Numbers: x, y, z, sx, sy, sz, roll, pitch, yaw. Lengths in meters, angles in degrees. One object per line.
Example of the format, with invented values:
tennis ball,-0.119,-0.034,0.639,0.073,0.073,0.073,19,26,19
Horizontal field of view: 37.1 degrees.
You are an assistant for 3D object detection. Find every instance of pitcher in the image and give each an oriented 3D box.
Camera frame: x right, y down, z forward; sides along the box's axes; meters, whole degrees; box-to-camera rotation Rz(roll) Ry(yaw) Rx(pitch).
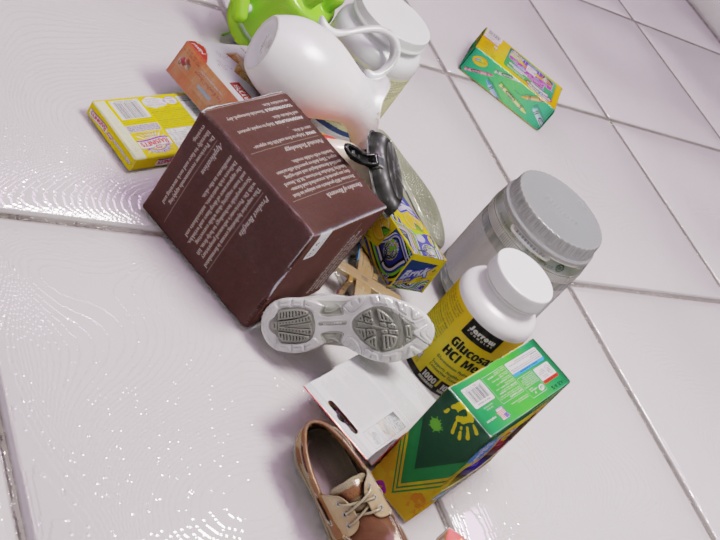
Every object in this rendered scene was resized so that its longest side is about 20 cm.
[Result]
pitcher,-0.045,-0.281,1.455,0.199,0.173,0.121,26,-7,-31

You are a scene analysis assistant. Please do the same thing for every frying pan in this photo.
frying pan,0.020,-0.145,1.354,0.190,0.031,0.116,60,24,-55

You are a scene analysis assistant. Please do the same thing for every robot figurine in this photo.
robot figurine,-0.118,-0.393,1.606,0.175,0.199,0.117,-10,80,-51

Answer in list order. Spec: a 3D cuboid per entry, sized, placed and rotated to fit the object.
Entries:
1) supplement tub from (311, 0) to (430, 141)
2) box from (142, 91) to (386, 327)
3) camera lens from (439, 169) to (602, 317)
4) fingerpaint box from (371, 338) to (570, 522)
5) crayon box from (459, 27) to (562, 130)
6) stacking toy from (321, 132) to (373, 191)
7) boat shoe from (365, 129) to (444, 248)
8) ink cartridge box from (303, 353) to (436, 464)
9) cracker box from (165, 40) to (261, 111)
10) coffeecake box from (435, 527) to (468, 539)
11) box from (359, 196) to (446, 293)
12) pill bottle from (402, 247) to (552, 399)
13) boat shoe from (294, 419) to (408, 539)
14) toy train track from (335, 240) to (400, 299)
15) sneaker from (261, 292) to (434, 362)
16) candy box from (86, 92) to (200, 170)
supplement tub,-0.001,-0.306,1.609,0.144,0.200,0.146,25,37,-21
box,-0.115,-0.077,1.276,0.200,0.166,0.164,48,34,11
camera lens,0.219,-0.020,1.505,0.159,0.200,0.161,25,37,-21
fingerpaint box,0.127,0.180,1.225,0.073,0.167,0.199,49,34,16
crayon box,0.296,-0.375,2.098,0.199,0.058,0.119,38,35,-5
stacking toy,-0.063,-0.141,1.463,0.145,0.147,0.200,21,21,-26
boat shoe,0.056,-0.112,1.577,0.201,0.062,0.075,54,29,-8
ink cartridge box,0.006,0.156,1.216,0.109,0.050,0.200,48,27,12
cracker box,-0.160,-0.250,1.493,0.134,0.058,0.200,49,25,11
coffeecake box,0.112,0.385,1.069,0.153,0.073,0.201,34,34,-8
box,0.033,-0.065,1.460,0.070,0.064,0.201,11,37,-43
pill bottle,0.145,0.068,1.336,0.112,0.200,0.113,25,37,-20
boat shoe,-0.010,0.238,1.094,0.075,0.072,0.200,-31,64,-15
toy train track,0.000,0.000,1.425,0.114,0.033,0.201,32,28,-13
sneaker,-0.011,0.055,1.253,0.198,0.079,0.099,7,10,4
candy box,-0.248,-0.184,1.390,0.199,0.026,0.103,-17,66,-52
